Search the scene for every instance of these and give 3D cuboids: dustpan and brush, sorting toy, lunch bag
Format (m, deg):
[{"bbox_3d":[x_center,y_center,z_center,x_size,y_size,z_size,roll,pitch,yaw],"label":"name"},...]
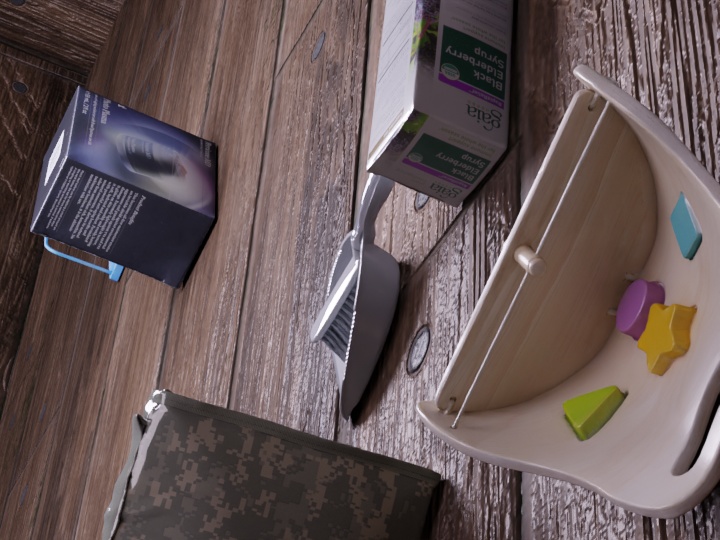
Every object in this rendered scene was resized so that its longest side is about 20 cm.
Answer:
[{"bbox_3d":[0.000,0.000,1.323,0.201,0.057,0.140,-63,18,22],"label":"dustpan and brush"},{"bbox_3d":[0.135,0.029,0.816,0.201,0.106,0.180,-66,24,12],"label":"sorting toy"},{"bbox_3d":[-0.073,0.180,1.102,0.118,0.199,0.165,-15,57,69],"label":"lunch bag"}]

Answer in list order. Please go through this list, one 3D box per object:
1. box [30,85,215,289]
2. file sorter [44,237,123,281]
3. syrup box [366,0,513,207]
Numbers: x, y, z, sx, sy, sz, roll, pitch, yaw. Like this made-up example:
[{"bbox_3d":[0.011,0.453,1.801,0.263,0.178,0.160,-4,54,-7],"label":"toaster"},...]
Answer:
[{"bbox_3d":[-0.290,-0.107,2.127,0.124,0.198,0.200,-58,20,26],"label":"box"},{"bbox_3d":[-0.387,-0.115,2.579,0.201,0.122,0.139,-64,18,16],"label":"file sorter"},{"bbox_3d":[0.062,-0.154,1.275,0.081,0.078,0.201,-51,24,46],"label":"syrup box"}]
